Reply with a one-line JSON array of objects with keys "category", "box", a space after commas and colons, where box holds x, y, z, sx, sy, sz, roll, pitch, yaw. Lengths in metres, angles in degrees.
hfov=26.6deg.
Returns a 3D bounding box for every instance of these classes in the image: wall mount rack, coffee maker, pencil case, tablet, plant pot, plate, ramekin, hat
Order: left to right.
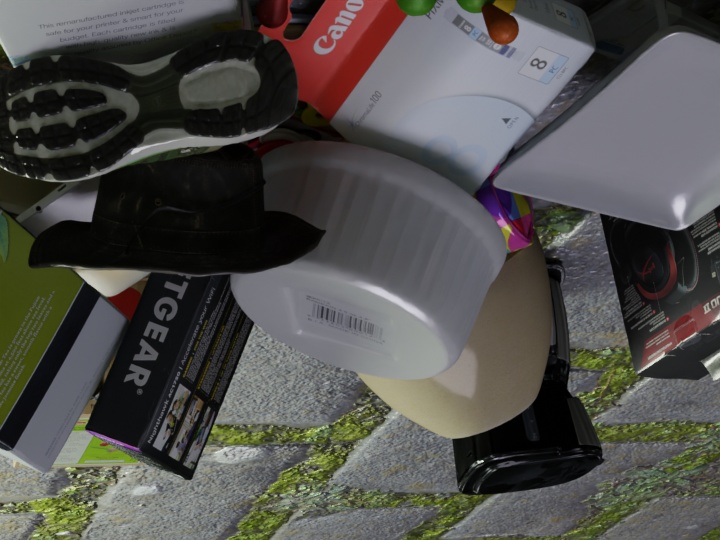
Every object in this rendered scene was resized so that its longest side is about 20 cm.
[{"category": "tablet", "box": [-0.172, -0.041, 1.149, 0.130, 0.014, 0.200, -36, 161, 0]}, {"category": "hat", "box": [-0.122, -0.050, 0.985, 0.199, 0.082, 0.201, -3, -166, 1]}, {"category": "ramekin", "box": [0.000, 0.000, 1.121, 0.199, 0.098, 0.201, 17, 157, 8]}, {"category": "pencil case", "box": [0.050, -0.034, 1.272, 0.199, 0.089, 0.088, -23, 151, 26]}, {"category": "plant pot", "box": [0.086, 0.065, 1.322, 0.199, 0.135, 0.200, -23, -170, 4]}, {"category": "coffee maker", "box": [0.121, 0.108, 1.455, 0.190, 0.202, 0.135, -13, 154, 9]}, {"category": "wall mount rack", "box": [0.193, -0.135, 1.114, 0.199, 0.075, 0.173, 14, 148, -37]}, {"category": "plate", "box": [0.222, -0.102, 1.079, 0.199, 0.033, 0.199, 10, 148, -33]}]

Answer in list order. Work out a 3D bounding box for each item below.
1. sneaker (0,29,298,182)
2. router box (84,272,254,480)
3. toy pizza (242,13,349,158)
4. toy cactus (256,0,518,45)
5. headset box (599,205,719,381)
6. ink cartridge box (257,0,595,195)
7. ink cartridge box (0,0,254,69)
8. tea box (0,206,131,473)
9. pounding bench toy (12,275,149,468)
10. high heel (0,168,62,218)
[{"category": "sneaker", "box": [-0.131, -0.090, 0.921, 0.198, 0.078, 0.089, -6, 174, 5]}, {"category": "router box", "box": [-0.133, 0.052, 1.183, 0.051, 0.201, 0.149, 18, 167, 13]}, {"category": "toy pizza", "box": [-0.065, -0.120, 1.115, 0.198, 0.032, 0.201, -7, 155, -3]}, {"category": "toy cactus", "box": [0.037, -0.209, 0.888, 0.198, 0.103, 0.166, -7, 139, -12]}, {"category": "headset box", "box": [0.280, -0.011, 1.254, 0.074, 0.202, 0.149, 6, 151, -28]}, {"category": "ink cartridge box", "box": [0.034, -0.139, 1.028, 0.199, 0.048, 0.160, 15, 135, -27]}, {"category": "ink cartridge box", "box": [-0.145, -0.171, 0.918, 0.144, 0.088, 0.200, -10, 157, 1]}, {"category": "tea box", "box": [-0.310, 0.024, 1.088, 0.199, 0.134, 0.197, 17, 159, 34]}, {"category": "pounding bench toy", "box": [-0.268, 0.075, 1.313, 0.198, 0.157, 0.124, 1, 153, -23]}, {"category": "high heel", "box": [-0.242, -0.029, 1.197, 0.199, 0.072, 0.143, -2, 149, -34]}]
